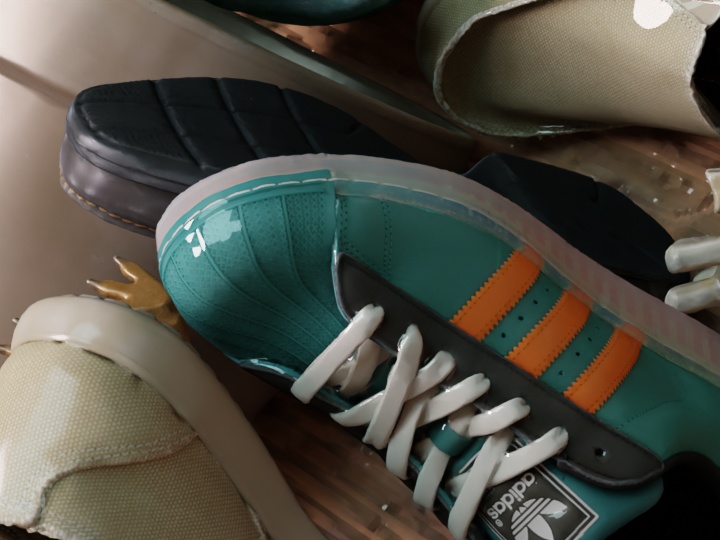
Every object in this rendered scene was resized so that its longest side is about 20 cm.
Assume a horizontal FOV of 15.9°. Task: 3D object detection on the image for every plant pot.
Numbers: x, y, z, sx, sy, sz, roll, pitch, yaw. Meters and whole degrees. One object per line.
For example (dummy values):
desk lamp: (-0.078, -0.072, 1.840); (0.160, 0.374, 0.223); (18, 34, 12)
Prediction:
plant pot: (-0.086, -0.009, 0.842); (0.200, 0.200, 0.174); (31, 98, 48)

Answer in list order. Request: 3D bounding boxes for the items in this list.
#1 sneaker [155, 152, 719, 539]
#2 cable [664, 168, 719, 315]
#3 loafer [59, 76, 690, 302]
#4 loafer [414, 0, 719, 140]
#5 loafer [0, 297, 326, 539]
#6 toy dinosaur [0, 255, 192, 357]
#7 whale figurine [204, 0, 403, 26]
sneaker: (0.037, 0.036, 0.674); (0.071, 0.200, 0.080); (-47, 33, 34)
cable: (0.182, -0.023, 0.714); (0.199, 0.097, 0.050); (-10, 85, 12)
loafer: (0.000, 0.000, 0.736); (0.072, 0.200, 0.073); (-61, 30, 23)
loafer: (0.101, -0.073, 0.794); (0.200, 0.076, 0.068); (-12, 49, 32)
loafer: (-0.038, 0.096, 0.678); (0.076, 0.200, 0.068); (-3, 42, 50)
toy dinosaur: (-0.069, 0.057, 0.763); (0.199, 0.106, 0.060); (10, 37, 6)
whale figurine: (-0.021, -0.120, 0.885); (0.159, 0.104, 0.200); (6, 29, -1)
